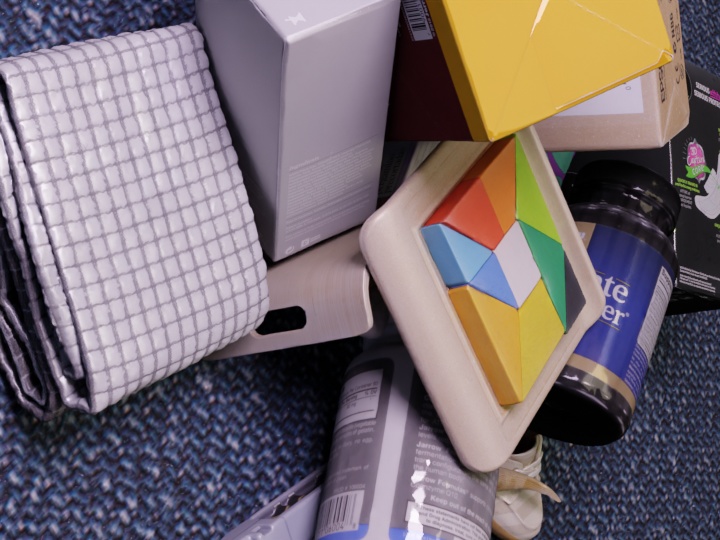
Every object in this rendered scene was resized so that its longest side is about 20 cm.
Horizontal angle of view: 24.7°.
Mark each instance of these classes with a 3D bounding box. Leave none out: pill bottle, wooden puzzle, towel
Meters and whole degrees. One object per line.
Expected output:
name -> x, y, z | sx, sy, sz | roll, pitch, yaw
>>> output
pill bottle -> 0.174, 0.021, 1.238 | 0.112, 0.112, 0.201 | 44, 57, -38
wooden puzzle -> 0.091, 0.001, 1.058 | 0.200, 0.037, 0.185 | -46, 118, -46
towel -> -0.151, -0.033, 0.955 | 0.165, 0.085, 0.201 | -26, 103, -48
pill bottle -> 0.037, 0.118, 1.084 | 0.114, 0.113, 0.201 | 39, 52, -41

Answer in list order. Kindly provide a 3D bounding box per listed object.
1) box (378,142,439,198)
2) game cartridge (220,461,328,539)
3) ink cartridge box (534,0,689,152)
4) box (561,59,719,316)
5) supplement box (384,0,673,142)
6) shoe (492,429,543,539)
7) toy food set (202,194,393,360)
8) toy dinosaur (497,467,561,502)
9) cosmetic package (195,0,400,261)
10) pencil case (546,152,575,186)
box -> 0.046, -0.103, 1.258 | 0.041, 0.039, 0.200 | 47, 49, -36
game cartridge -> -0.012, 0.203, 1.123 | 0.200, 0.040, 0.134 | -28, 102, -51
ink cartridge box -> 0.134, -0.186, 1.144 | 0.075, 0.164, 0.201 | -38, 123, -57
box -> 0.228, -0.067, 1.394 | 0.124, 0.148, 0.201 | 14, 72, -50
supplement box -> 0.054, -0.190, 0.992 | 0.132, 0.200, 0.198 | -25, 104, -21
shoe -> 0.104, 0.126, 1.271 | 0.070, 0.053, 0.201 | -44, 117, -47
toy food set -> 0.000, 0.000, 1.090 | 0.200, 0.143, 0.061 | -36, 109, -50
toy dinosaur -> 0.079, 0.148, 1.207 | 0.200, 0.058, 0.102 | -11, 104, -56
cosmetic package -> -0.043, -0.113, 0.999 | 0.090, 0.200, 0.107 | -23, 59, -25
pencil case -> 0.107, -0.060, 1.290 | 0.200, 0.085, 0.093 | -62, 144, -39
